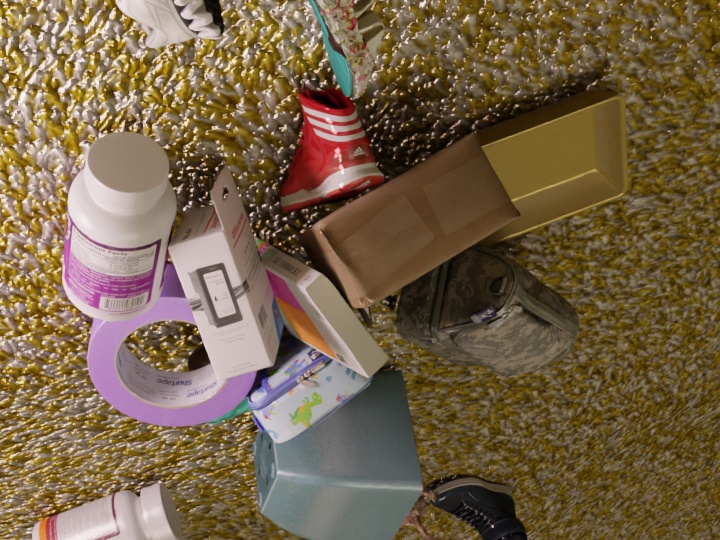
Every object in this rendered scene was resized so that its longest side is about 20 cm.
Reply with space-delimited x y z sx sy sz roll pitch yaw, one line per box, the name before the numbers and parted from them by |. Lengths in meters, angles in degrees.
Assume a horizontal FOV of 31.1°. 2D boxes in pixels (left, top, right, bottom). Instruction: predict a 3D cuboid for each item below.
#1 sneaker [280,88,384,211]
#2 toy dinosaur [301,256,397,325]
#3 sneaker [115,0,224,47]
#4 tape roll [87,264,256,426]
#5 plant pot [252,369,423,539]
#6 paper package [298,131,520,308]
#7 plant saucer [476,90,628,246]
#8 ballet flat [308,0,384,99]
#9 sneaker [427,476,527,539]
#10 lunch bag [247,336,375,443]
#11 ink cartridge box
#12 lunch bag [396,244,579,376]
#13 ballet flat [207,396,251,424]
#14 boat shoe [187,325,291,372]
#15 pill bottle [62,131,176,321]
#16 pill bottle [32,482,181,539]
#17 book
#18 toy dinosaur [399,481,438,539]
sneaker | -0.039 -0.132 1.382 0.078 0.117 0.200 -13 180 -29
toy dinosaur | 0.000 0.000 1.588 0.102 0.077 0.200 21 162 13
sneaker | -0.186 -0.261 1.118 0.080 0.076 0.200 -15 147 9
tape roll | -0.221 0.091 1.538 0.198 0.066 0.201 -1 127 -2
plant pot | -0.045 0.270 1.845 0.198 0.198 0.196 3 141 -18
paper package | 0.047 -0.048 1.402 0.199 0.104 0.191 -31 -177 -10
plant saucer | 0.214 -0.129 1.532 0.198 0.049 0.200 -20 146 0
ballet flat | -0.011 -0.239 1.236 0.064 0.076 0.200 -28 149 -2
sneaker | 0.212 0.442 2.258 0.201 0.147 0.077 14 136 -39
lunch bag | -0.068 0.126 1.609 0.160 0.200 0.083 -35 103 4
ink cartridge box | -0.148 0.000 1.391 0.067 0.116 0.202 -15 109 8
lunch bag | 0.164 0.048 1.618 0.167 0.141 0.200 1 162 38
ballet flat | -0.130 0.147 1.732 0.198 0.068 0.071 -19 133 -6
boat shoe | -0.140 0.068 1.612 0.199 0.072 0.068 -34 134 14
pill bottle | -0.251 -0.046 1.347 0.111 0.113 0.201 -5 144 -21
pill bottle | -0.371 0.390 1.906 0.198 0.110 0.110 -20 147 0
book | -0.058 0.038 1.462 0.048 0.200 0.134 -41 117 -11
toy dinosaur | 0.055 0.385 2.161 0.135 0.086 0.200 4 149 49
